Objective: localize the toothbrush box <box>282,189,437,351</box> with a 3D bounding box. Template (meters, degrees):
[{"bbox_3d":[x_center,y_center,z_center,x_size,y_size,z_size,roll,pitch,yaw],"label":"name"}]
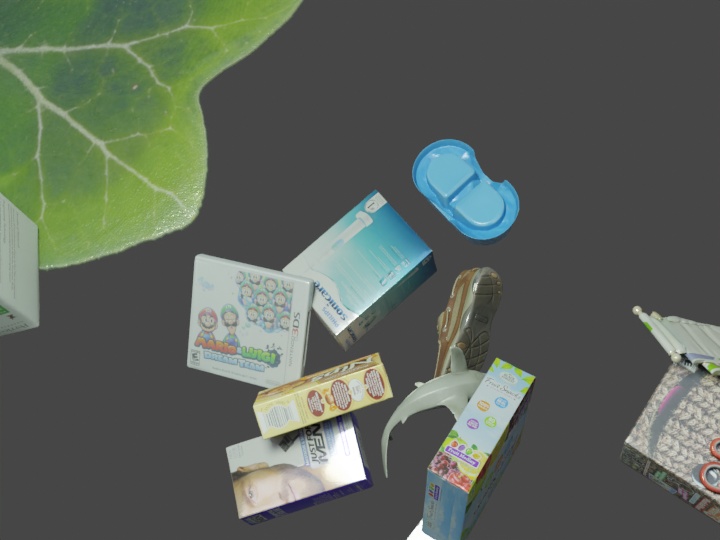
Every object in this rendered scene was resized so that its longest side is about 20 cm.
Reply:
[{"bbox_3d":[0.000,0.000,1.492,0.199,0.086,0.147,-41,67,-7],"label":"toothbrush box"}]

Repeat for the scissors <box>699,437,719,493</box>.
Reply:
[{"bbox_3d":[0.518,0.290,1.191,0.199,0.014,0.073,37,77,25],"label":"scissors"}]

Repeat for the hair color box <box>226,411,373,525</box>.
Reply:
[{"bbox_3d":[-0.090,0.290,1.402,0.196,0.065,0.111,-19,65,5],"label":"hair color box"}]

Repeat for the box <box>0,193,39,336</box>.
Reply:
[{"bbox_3d":[-0.663,-0.003,1.585,0.195,0.172,0.204,-13,66,6],"label":"box"}]

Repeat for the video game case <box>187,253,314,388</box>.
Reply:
[{"bbox_3d":[-0.173,0.084,1.473,0.196,0.024,0.186,12,106,17],"label":"video game case"}]

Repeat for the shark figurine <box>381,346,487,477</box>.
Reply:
[{"bbox_3d":[0.109,0.199,1.352,0.211,0.129,0.090,-27,41,-4],"label":"shark figurine"}]

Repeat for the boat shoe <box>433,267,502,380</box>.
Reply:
[{"bbox_3d":[0.153,0.091,1.438,0.071,0.075,0.203,11,76,52],"label":"boat shoe"}]

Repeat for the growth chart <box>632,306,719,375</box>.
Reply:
[{"bbox_3d":[0.485,0.108,1.305,0.196,0.018,0.146,13,27,-15],"label":"growth chart"}]

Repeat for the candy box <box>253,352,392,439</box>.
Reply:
[{"bbox_3d":[-0.055,0.182,1.398,0.196,0.115,0.056,-17,94,-1],"label":"candy box"}]

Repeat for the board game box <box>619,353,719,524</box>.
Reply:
[{"bbox_3d":[0.478,0.234,1.286,0.198,0.097,0.161,31,76,22],"label":"board game box"}]

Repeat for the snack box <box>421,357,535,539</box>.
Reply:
[{"bbox_3d":[0.158,0.248,1.279,0.067,0.171,0.201,26,53,21],"label":"snack box"}]

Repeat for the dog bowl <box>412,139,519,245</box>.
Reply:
[{"bbox_3d":[0.170,-0.122,1.529,0.111,0.050,0.200,-41,66,-7],"label":"dog bowl"}]

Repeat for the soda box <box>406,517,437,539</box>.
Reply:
[{"bbox_3d":[0.055,0.445,1.305,0.068,0.064,0.201,34,77,22],"label":"soda box"}]
